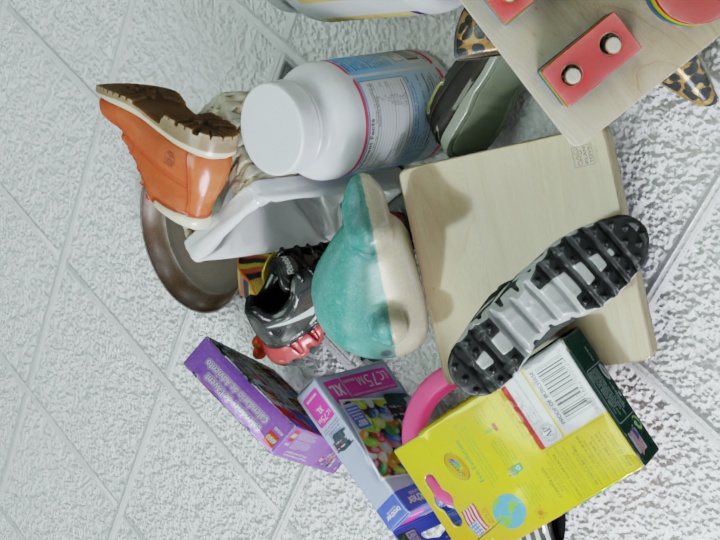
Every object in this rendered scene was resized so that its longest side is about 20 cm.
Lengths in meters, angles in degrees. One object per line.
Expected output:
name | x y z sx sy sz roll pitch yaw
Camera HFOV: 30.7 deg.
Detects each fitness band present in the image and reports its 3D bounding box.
fitness band | 0.133 0.154 1.219 0.199 0.037 0.145 1 79 26

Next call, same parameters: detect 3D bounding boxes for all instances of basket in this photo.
basket | -0.079 -0.099 1.306 0.135 0.199 0.124 -37 69 44

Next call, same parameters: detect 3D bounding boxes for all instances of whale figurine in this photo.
whale figurine | 0.000 0.000 1.187 0.200 0.103 0.160 74 -176 -59

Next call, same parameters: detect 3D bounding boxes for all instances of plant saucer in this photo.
plant saucer | -0.189 -0.051 1.544 0.199 0.032 0.202 15 112 41

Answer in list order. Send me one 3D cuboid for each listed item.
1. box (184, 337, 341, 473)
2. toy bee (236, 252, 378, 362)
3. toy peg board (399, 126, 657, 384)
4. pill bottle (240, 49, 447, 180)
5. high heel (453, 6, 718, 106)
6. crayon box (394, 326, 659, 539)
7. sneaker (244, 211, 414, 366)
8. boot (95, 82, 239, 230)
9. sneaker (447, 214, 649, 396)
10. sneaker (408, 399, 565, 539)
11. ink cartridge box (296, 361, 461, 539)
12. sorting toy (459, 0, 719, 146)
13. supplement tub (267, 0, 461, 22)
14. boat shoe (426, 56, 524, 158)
box | -0.093 0.146 1.382 0.137 0.200 0.039 42 91 22
toy bee | -0.085 0.040 1.398 0.200 0.108 0.132 26 136 49
toy peg board | 0.161 -0.017 1.175 0.198 0.098 0.202 -10 96 31
pill bottle | -0.011 -0.143 1.216 0.108 0.199 0.110 15 111 42
high heel | 0.178 -0.167 1.055 0.200 0.143 0.071 45 172 9
crayon box | 0.140 0.154 1.137 0.200 0.051 0.127 -36 83 29
sneaker | -0.035 0.004 1.302 0.200 0.098 0.071 -41 38 2
boot | -0.195 -0.114 1.242 0.200 0.075 0.108 36 122 42
sneaker | 0.151 0.021 1.093 0.200 0.091 0.067 -41 95 5
sneaker | 0.134 0.190 1.274 0.115 0.075 0.201 -37 78 32
ink cartridge box | 0.035 0.186 1.321 0.042 0.119 0.201 -48 67 31
sorting toy | 0.181 -0.230 0.983 0.198 0.070 0.200 -38 94 9
supplement tub | 0.004 -0.303 1.197 0.199 0.145 0.147 6 106 44
boat shoe | 0.124 -0.192 1.156 0.202 0.071 0.061 -54 49 26
